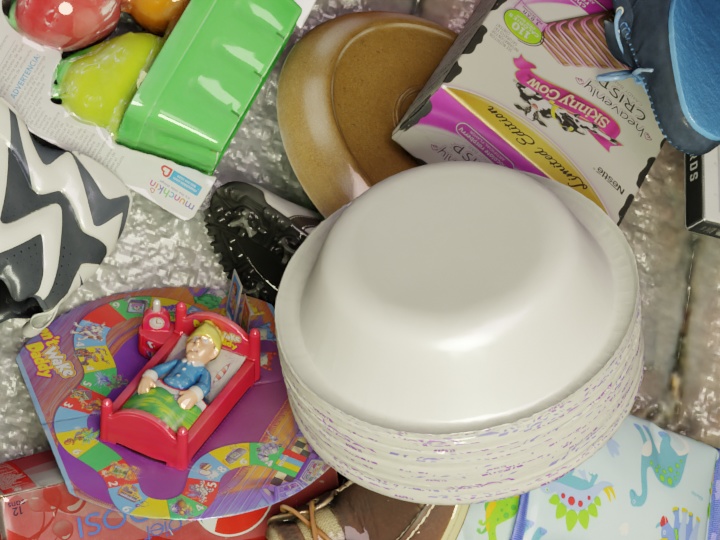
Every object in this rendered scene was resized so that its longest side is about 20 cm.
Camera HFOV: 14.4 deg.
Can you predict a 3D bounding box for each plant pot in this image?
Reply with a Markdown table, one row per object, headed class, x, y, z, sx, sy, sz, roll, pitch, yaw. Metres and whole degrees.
| class | x | y | z | sx | sy | sz | roll | pitch | yaw |
| --- | --- | --- | --- | --- | --- | --- | --- | --- | --- |
| plant pot | 0.043 | -0.078 | 1.712 | 0.199 | 0.027 | 0.201 | 19 | 49 | -24 |

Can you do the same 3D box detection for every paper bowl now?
| class | x | y | z | sx | sy | sz | roll | pitch | yaw |
| --- | --- | --- | --- | --- | --- | --- | --- | --- | --- |
| paper bowl | 0.052 | 0.021 | 1.547 | 0.200 | 0.105 | 0.201 | -4 | 46 | 5 |

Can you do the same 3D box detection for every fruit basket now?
| class | x | y | z | sx | sy | sz | roll | pitch | yaw |
| --- | --- | --- | --- | --- | --- | --- | --- | --- | --- |
| fruit basket | -0.145 | -0.148 | 1.689 | 0.199 | 0.094 | 0.186 | 26 | 68 | 4 |

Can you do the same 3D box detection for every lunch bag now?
| class | x | y | z | sx | sy | sz | roll | pitch | yaw |
| --- | --- | --- | --- | --- | --- | --- | --- | --- | --- |
| lunch bag | 0.113 | 0.177 | 1.624 | 0.170 | 0.127 | 0.201 | 24 | 67 | -36 |

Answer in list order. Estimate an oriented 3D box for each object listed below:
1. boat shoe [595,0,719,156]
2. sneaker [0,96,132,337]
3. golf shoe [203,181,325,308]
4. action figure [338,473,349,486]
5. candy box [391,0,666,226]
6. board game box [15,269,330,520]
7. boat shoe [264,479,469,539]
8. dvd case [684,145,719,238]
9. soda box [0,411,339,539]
| class | x | y | z | sx | sy | sz | roll | pitch | yaw |
| --- | --- | --- | --- | --- | --- | --- | --- | --- | --- |
| boat shoe | 0.183 | -0.140 | 1.709 | 0.084 | 0.069 | 0.201 | 35 | 37 | -32 |
| sneaker | -0.240 | -0.035 | 1.619 | 0.199 | 0.079 | 0.130 | 35 | 59 | -17 |
| golf shoe | 0.000 | 0.000 | 1.701 | 0.200 | 0.078 | 0.095 | 36 | 49 | -7 |
| action figure | 0.007 | 0.132 | 1.661 | 0.052 | 0.065 | 0.201 | -10 | 78 | -37 |
| candy box | 0.119 | -0.107 | 1.725 | 0.136 | 0.061 | 0.200 | 39 | 44 | -7 |
| board game box | -0.103 | 0.058 | 1.598 | 0.157 | 0.039 | 0.200 | -10 | 40 | -17 |
| boat shoe | -0.022 | 0.163 | 1.583 | 0.072 | 0.200 | 0.072 | 26 | 28 | -48 |
| dvd case | 0.285 | -0.077 | 1.771 | 0.199 | 0.025 | 0.151 | 12 | 67 | -28 |
| soda box | -0.114 | 0.127 | 1.613 | 0.199 | 0.063 | 0.070 | -13 | 107 | -20 |
